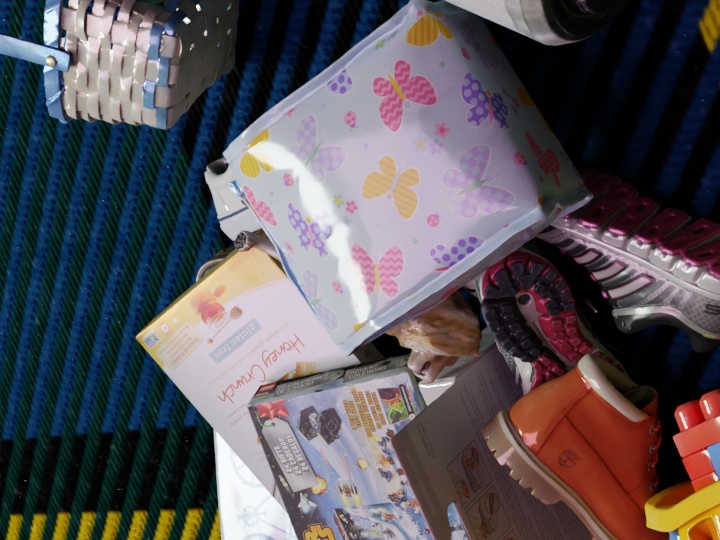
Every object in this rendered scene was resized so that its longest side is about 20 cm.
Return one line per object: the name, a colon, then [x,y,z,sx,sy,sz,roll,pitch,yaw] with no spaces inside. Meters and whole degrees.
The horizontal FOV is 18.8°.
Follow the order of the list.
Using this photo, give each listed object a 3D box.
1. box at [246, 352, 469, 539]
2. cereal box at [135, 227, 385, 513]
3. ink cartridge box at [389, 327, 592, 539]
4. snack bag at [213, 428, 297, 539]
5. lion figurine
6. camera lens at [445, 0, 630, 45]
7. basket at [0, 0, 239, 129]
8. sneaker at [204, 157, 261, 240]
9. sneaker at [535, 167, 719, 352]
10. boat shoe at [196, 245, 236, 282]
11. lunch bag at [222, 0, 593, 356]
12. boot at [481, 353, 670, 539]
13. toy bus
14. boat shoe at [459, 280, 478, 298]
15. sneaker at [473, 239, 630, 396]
box: [0.011,0.169,1.653,0.136,0.040,0.202,-12,109,21]
cereal box: [-0.059,0.083,1.683,0.144,0.040,0.200,-39,95,28]
ink cartridge box: [0.096,0.166,1.590,0.044,0.176,0.201,-10,110,45]
snack bag: [-0.030,0.203,1.750,0.198,0.021,0.191,-1,96,30]
lion figurine: [0.000,0.000,1.589,0.200,0.122,0.073,48,118,42]
camera lens: [0.085,-0.243,1.365,0.199,0.160,0.161,27,131,30]
basket: [-0.200,-0.197,1.667,0.198,0.177,0.140,13,125,16]
sneaker: [-0.061,-0.081,1.673,0.199,0.073,0.071,-26,99,49]
sneaker: [0.180,-0.004,1.487,0.199,0.074,0.088,25,129,30]
boat shoe: [-0.027,0.001,1.699,0.198,0.068,0.073,6,110,21]
lunch bag: [0.023,-0.062,1.447,0.199,0.127,0.170,-35,84,23]
boot: [0.189,0.138,1.545,0.107,0.075,0.200,-43,123,12]
toy bus: [0.260,0.182,1.495,0.200,0.135,0.193,-39,73,51]
boat shoe: [0.053,-0.078,1.565,0.092,0.074,0.202,15,122,48]
sneaker: [0.137,0.048,1.557,0.075,0.080,0.201,-110,-5,-54]
